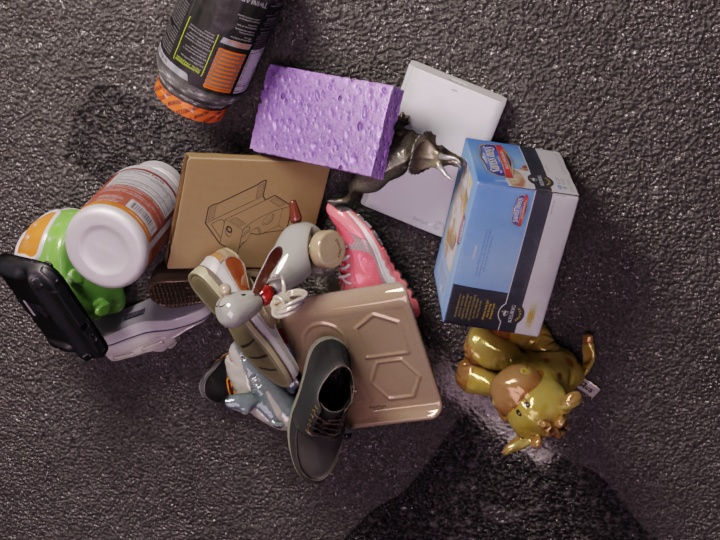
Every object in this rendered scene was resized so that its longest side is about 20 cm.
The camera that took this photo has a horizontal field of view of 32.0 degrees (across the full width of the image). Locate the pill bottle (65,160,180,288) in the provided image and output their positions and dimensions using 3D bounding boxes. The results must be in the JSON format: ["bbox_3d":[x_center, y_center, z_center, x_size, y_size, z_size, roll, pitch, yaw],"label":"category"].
[{"bbox_3d":[-0.298,-0.068,1.637,0.110,0.201,0.114,5,116,10],"label":"pill bottle"}]

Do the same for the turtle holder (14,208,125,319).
[{"bbox_3d":[-0.392,-0.011,1.739,0.130,0.185,0.143,4,83,26],"label":"turtle holder"}]

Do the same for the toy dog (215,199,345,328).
[{"bbox_3d":[-0.109,-0.017,1.590,0.130,0.200,0.097,-15,109,31],"label":"toy dog"}]

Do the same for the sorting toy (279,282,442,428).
[{"bbox_3d":[0.002,0.115,1.679,0.182,0.037,0.202,-9,115,19],"label":"sorting toy"}]

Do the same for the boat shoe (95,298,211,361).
[{"bbox_3d":[-0.289,0.084,1.785,0.197,0.072,0.066,-19,125,15],"label":"boat shoe"}]

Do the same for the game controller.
[{"bbox_3d":[-0.408,0.049,1.663,0.103,0.042,0.201,20,150,29],"label":"game controller"}]

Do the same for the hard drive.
[{"bbox_3d":[0.092,-0.152,1.608,0.130,0.026,0.202,21,118,2],"label":"hard drive"}]

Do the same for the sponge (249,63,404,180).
[{"bbox_3d":[-0.045,-0.186,1.554,0.198,0.030,0.113,16,95,34],"label":"sponge"}]

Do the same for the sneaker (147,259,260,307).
[{"bbox_3d":[-0.191,0.008,1.722,0.197,0.076,0.071,3,130,3],"label":"sneaker"}]

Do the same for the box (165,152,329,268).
[{"bbox_3d":[-0.147,-0.075,1.641,0.197,0.021,0.165,-1,122,-27],"label":"box"}]

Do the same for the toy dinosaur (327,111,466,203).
[{"bbox_3d":[0.031,-0.136,1.556,0.197,0.103,0.078,-19,110,19],"label":"toy dinosaur"}]

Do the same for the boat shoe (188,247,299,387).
[{"bbox_3d":[-0.138,0.060,1.641,0.074,0.068,0.201,-11,119,55],"label":"boat shoe"}]

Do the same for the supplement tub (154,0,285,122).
[{"bbox_3d":[-0.176,-0.292,1.545,0.121,0.123,0.201,28,118,-2],"label":"supplement tub"}]

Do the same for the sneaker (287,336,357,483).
[{"bbox_3d":[-0.051,0.196,1.623,0.074,0.106,0.203,4,105,-9],"label":"sneaker"}]

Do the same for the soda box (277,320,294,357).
[{"bbox_3d":[-0.066,0.091,1.740,0.197,0.064,0.069,9,117,9],"label":"soda box"}]

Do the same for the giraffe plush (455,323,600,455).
[{"bbox_3d":[0.221,0.160,1.651,0.197,0.163,0.175,18,118,4],"label":"giraffe plush"}]

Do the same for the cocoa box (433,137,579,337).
[{"bbox_3d":[0.176,-0.042,1.568,0.129,0.134,0.203,8,119,-7],"label":"cocoa box"}]

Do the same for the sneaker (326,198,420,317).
[{"bbox_3d":[0.000,0.000,1.658,0.086,0.074,0.201,-35,107,-5],"label":"sneaker"}]

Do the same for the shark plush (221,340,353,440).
[{"bbox_3d":[-0.102,0.173,1.689,0.199,0.091,0.084,33,100,12],"label":"shark plush"}]

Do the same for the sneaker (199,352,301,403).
[{"bbox_3d":[-0.143,0.158,1.783,0.197,0.077,0.079,-12,115,19],"label":"sneaker"}]
